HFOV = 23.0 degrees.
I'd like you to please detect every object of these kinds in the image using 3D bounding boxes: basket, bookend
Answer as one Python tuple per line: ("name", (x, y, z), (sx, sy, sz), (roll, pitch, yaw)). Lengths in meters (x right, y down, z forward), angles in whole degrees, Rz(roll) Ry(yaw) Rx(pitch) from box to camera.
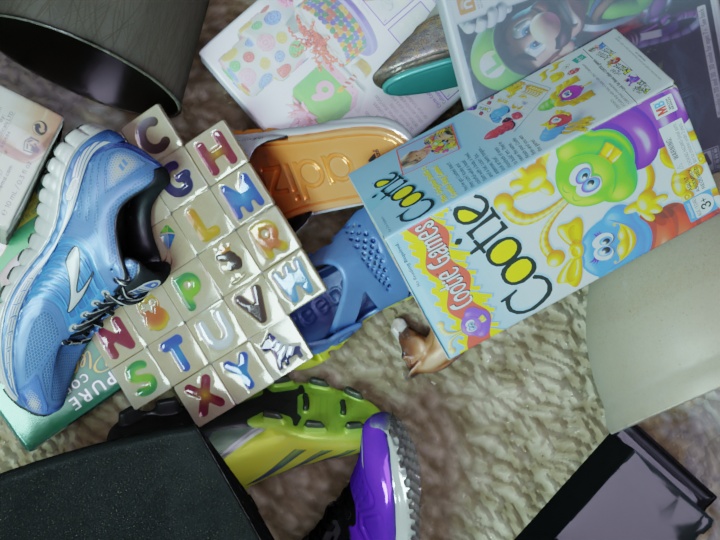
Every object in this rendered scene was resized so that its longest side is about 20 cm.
("basket", (-0.155, -0.226, 1.194), (0.136, 0.180, 0.200), (16, 80, 16))
("bookend", (0.165, 0.211, 1.202), (0.092, 0.199, 0.200), (42, 89, -2))

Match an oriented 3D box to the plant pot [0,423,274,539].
("plant pot", (-0.136, 0.217, 1.153), (0.177, 0.200, 0.200), (-32, 58, -5))

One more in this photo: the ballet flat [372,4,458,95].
("ballet flat", (0.099, -0.168, 1.202), (0.200, 0.068, 0.067), (-12, 76, -9))

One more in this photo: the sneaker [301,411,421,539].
("sneaker", (-0.008, 0.195, 1.240), (0.099, 0.070, 0.200), (1, 109, 5))

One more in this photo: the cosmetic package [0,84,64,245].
("cosmetic package", (-0.303, -0.101, 1.162), (0.200, 0.103, 0.087), (26, 81, -9))

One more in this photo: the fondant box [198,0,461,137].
("fondant box", (0.007, -0.162, 1.248), (0.200, 0.058, 0.144), (-41, 95, -2))

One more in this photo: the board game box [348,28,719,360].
("board game box", (0.111, -0.050, 1.131), (0.200, 0.105, 0.103), (-28, 120, 1))

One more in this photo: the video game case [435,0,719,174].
("video game case", (0.157, -0.128, 1.176), (0.182, 0.023, 0.200), (-19, 119, -4))

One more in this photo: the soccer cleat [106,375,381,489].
("soccer cleat", (-0.082, 0.128, 1.262), (0.200, 0.065, 0.084), (-6, 124, -8))

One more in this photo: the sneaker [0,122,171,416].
("sneaker", (-0.180, 0.009, 1.170), (0.089, 0.079, 0.200), (23, 104, 13))

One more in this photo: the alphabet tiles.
("alphabet tiles", (-0.123, -0.002, 1.196), (0.166, 0.006, 0.200), (-32, 89, 18))

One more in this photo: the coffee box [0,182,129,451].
("coffee box", (-0.240, 0.014, 1.246), (0.123, 0.044, 0.200), (-37, 93, -3))

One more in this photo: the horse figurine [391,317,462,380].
("horse figurine", (0.100, -0.018, 1.264), (0.200, 0.050, 0.133), (-23, 86, 1))

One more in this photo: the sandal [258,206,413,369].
("sandal", (0.000, 0.000, 1.216), (0.200, 0.087, 0.079), (-44, 80, 12))

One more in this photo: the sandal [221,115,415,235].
("sandal", (-0.058, -0.058, 1.199), (0.207, 0.059, 0.079), (-13, 110, 32))

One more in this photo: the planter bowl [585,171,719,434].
("planter bowl", (0.236, 0.012, 1.210), (0.200, 0.200, 0.135), (-23, 81, -2))
